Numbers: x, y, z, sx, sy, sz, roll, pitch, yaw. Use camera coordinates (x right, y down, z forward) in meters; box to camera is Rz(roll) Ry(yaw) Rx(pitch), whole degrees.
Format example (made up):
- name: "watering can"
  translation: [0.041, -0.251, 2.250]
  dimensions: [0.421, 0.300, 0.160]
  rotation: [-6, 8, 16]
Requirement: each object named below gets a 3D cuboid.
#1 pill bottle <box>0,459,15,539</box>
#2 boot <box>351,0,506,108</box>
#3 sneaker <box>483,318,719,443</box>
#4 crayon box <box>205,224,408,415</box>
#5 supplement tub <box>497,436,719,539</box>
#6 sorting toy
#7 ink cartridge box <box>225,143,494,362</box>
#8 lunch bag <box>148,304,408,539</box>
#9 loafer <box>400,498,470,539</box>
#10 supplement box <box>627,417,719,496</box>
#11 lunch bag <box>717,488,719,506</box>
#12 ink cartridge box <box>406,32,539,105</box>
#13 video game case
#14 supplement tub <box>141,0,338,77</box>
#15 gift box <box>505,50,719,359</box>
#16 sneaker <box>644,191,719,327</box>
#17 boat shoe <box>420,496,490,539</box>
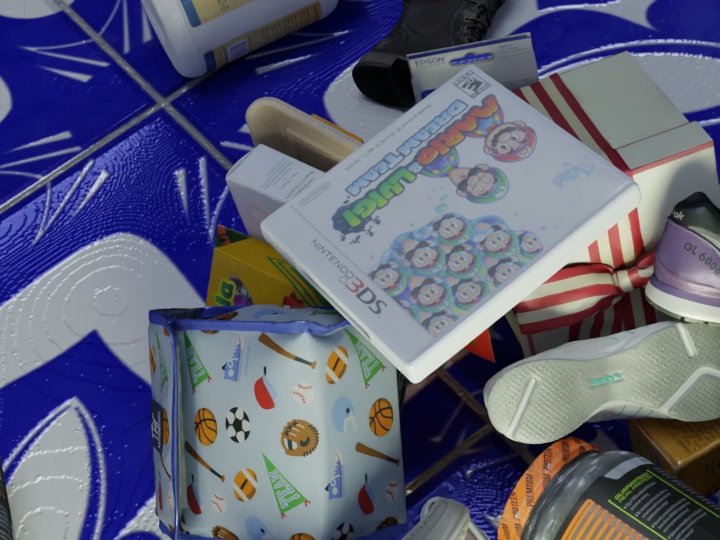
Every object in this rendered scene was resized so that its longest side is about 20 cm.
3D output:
- name: "pill bottle"
  translation: [-0.303, 0.217, 1.144]
  dimensions: [0.105, 0.107, 0.201]
  rotation: [-20, 49, -3]
- name: "boot"
  translation: [0.100, -0.220, 1.419]
  dimensions: [0.199, 0.069, 0.175]
  rotation: [17, 58, 28]
- name: "sneaker"
  translation: [0.179, 0.070, 1.082]
  dimensions: [0.198, 0.071, 0.080]
  rotation: [-7, 6, -4]
- name: "crayon box"
  translation: [-0.056, 0.059, 1.197]
  dimensions: [0.199, 0.128, 0.051]
  rotation: [23, 25, 30]
- name: "supplement tub"
  translation: [0.194, 0.200, 1.020]
  dimensions: [0.199, 0.123, 0.122]
  rotation: [33, 66, 34]
- name: "sorting toy"
  translation: [0.012, -0.043, 1.218]
  dimensions: [0.199, 0.186, 0.037]
  rotation: [25, 61, 28]
- name: "ink cartridge box"
  translation: [0.000, 0.000, 1.204]
  dimensions: [0.199, 0.163, 0.057]
  rotation: [30, 64, 32]
- name: "lunch bag"
  translation: [-0.078, 0.110, 1.116]
  dimensions: [0.199, 0.172, 0.123]
  rotation: [1, 5, 41]
- name: "loafer"
  translation: [-0.001, 0.215, 1.004]
  dimensions: [0.070, 0.070, 0.200]
  rotation: [32, 54, 19]
- name: "supplement box"
  translation: [0.290, 0.088, 1.123]
  dimensions: [0.199, 0.067, 0.069]
  rotation: [-31, 51, -12]
- name: "lunch bag"
  translation: [0.322, 0.118, 1.006]
  dimensions: [0.166, 0.201, 0.140]
  rotation: [4, 54, 9]
- name: "ink cartridge box"
  translation: [0.098, -0.119, 1.252]
  dimensions: [0.099, 0.201, 0.039]
  rotation: [-8, 50, 6]
- name: "video game case"
  translation: [0.058, -0.039, 1.062]
  dimensions: [0.200, 0.024, 0.182]
  rotation: [-37, 49, -12]
- name: "supplement tub"
  translation: [-0.108, -0.284, 1.475]
  dimensions: [0.199, 0.145, 0.145]
  rotation: [-26, 50, -8]
- name: "gift box"
  translation: [0.183, -0.026, 1.173]
  dimensions: [0.183, 0.201, 0.187]
  rotation: [-23, 34, 0]
- name: "sneaker"
  translation: [0.298, 0.000, 1.052]
  dimensions: [0.198, 0.088, 0.076]
  rotation: [10, 18, -6]
- name: "boat shoe"
  translation: [0.091, 0.243, 1.048]
  dimensions: [0.074, 0.065, 0.203]
  rotation: [-23, 49, -5]
